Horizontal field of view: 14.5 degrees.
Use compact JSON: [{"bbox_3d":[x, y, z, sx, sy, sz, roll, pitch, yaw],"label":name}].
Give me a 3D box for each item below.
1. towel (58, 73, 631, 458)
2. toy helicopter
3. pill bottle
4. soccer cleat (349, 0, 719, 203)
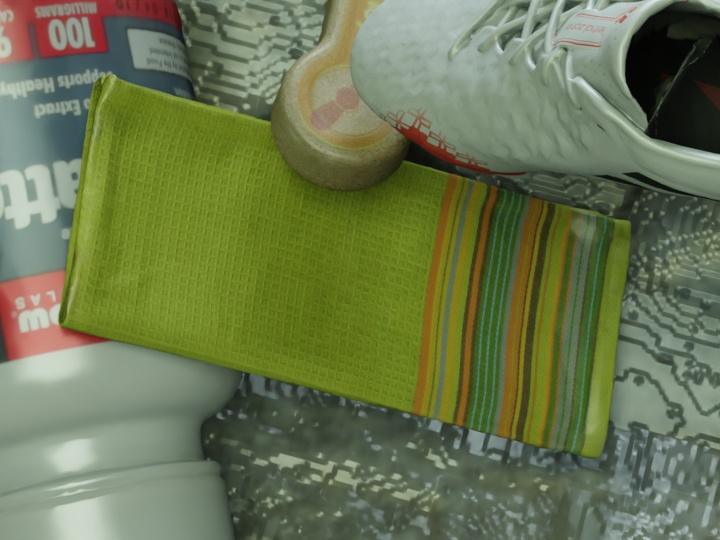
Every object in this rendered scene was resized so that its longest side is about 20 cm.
[{"bbox_3d":[0.000,0.000,0.920,0.199,0.018,0.087,15,69,-25],"label":"towel"},{"bbox_3d":[0.021,-0.112,0.940,0.131,0.079,0.201,18,62,-6],"label":"toy helicopter"},{"bbox_3d":[-0.102,0.005,0.941,0.119,0.120,0.201,-13,82,5],"label":"pill bottle"},{"bbox_3d":[0.074,-0.057,0.820,0.199,0.085,0.069,18,80,33],"label":"soccer cleat"}]
